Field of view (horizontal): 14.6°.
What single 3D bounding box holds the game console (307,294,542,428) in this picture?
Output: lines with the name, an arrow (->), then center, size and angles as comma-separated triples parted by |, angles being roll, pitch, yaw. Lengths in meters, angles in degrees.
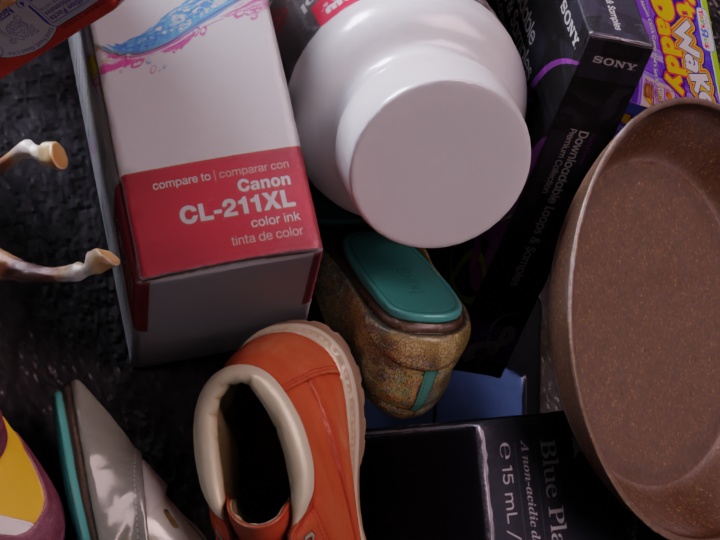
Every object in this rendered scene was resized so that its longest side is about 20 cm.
game console -> 0.029, 0.067, 1.379 | 0.177, 0.031, 0.201 | 27, 54, -35

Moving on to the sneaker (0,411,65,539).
sneaker -> -0.182, 0.051, 1.119 | 0.200, 0.090, 0.075 | 42, 46, -22

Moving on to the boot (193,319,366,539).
boot -> -0.033, 0.127, 1.187 | 0.107, 0.075, 0.201 | -26, 108, -77

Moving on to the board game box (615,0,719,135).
board game box -> 0.136, -0.174, 1.602 | 0.134, 0.045, 0.201 | 11, 63, -43

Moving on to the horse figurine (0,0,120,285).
horse figurine -> -0.167, -0.052, 1.044 | 0.050, 0.132, 0.201 | 3, 69, -61

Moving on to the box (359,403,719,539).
box -> 0.086, 0.164, 1.298 | 0.200, 0.117, 0.197 | -2, 85, -47

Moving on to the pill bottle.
pill bottle -> 0.012, -0.090, 1.274 | 0.111, 0.111, 0.200 | 36, 14, -28

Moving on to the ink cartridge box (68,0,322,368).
ink cartridge box -> -0.079, -0.075, 1.238 | 0.083, 0.146, 0.201 | -10, 75, -7

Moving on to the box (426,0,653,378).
box -> 0.073, -0.071, 1.315 | 0.036, 0.200, 0.143 | 11, 37, -18

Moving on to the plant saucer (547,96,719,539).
plant saucer -> 0.140, 0.023, 1.261 | 0.200, 0.037, 0.201 | 5, 83, -50

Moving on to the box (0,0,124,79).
box -> -0.172, -0.134, 1.139 | 0.100, 0.200, 0.096 | 41, 49, -23

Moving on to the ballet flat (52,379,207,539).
ballet flat -> -0.089, 0.142, 1.185 | 0.063, 0.067, 0.201 | -6, 76, -8

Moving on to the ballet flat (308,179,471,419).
ballet flat -> 0.000, 0.000, 1.298 | 0.071, 0.071, 0.200 | 33, 17, -31
